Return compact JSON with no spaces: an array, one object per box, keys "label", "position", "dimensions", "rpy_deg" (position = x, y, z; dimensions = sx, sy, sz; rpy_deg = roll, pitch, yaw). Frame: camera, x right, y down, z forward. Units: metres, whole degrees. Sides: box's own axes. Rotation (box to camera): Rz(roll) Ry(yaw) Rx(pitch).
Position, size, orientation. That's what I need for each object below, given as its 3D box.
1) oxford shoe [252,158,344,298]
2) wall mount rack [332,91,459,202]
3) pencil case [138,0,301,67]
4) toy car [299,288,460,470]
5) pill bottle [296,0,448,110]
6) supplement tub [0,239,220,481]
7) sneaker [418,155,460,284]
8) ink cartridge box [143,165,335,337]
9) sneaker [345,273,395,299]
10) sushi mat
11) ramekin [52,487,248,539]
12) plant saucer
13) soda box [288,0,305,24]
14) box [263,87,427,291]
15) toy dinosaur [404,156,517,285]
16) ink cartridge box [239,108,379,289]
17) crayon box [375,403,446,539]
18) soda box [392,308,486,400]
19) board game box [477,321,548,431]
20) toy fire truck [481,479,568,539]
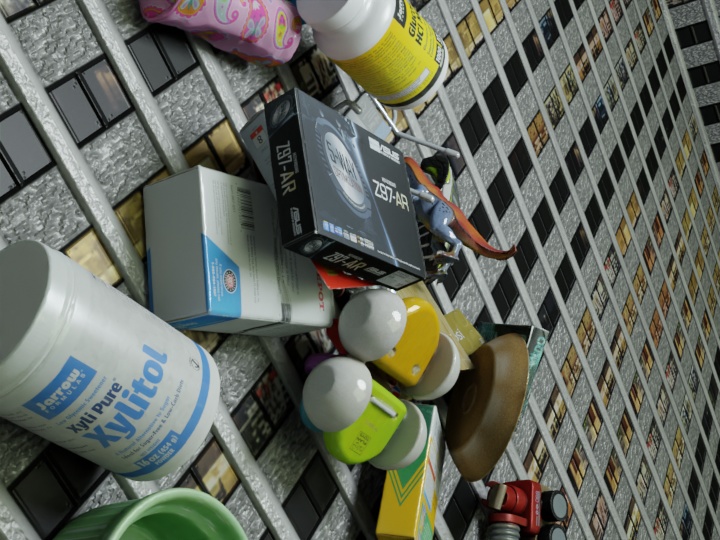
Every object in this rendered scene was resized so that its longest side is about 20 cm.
[{"label":"oxford shoe","position":[-0.055,-0.066,1.147],"dimensions":[0.075,0.070,0.202],"rpy_deg":[-39,113,-56]},{"label":"wall mount rack","position":[0.041,-0.177,1.302],"dimensions":[0.174,0.074,0.200],"rpy_deg":[51,41,-17]},{"label":"pencil case","position":[-0.151,-0.284,1.055],"dimensions":[0.199,0.087,0.088],"rpy_deg":[11,72,-54]},{"label":"toy car","position":[0.003,0.116,1.103],"dimensions":[0.175,0.149,0.201],"rpy_deg":[40,72,-43]},{"label":"pill bottle","position":[0.014,-0.283,1.164],"dimensions":[0.200,0.112,0.113],"rpy_deg":[30,56,-52]},{"label":"supplement tub","position":[-0.222,0.079,0.796],"dimensions":[0.200,0.131,0.133],"rpy_deg":[41,49,-43]},{"label":"sneaker","position":[0.114,-0.066,1.403],"dimensions":[0.081,0.073,0.201],"rpy_deg":[44,48,-45]},{"label":"ink cartridge box","position":[-0.123,-0.012,1.013],"dimensions":[0.199,0.083,0.146],"rpy_deg":[11,69,-55]},{"label":"sneaker","position":[0.000,0.000,1.217],"dimensions":[0.084,0.077,0.202],"rpy_deg":[12,86,-15]},{"label":"sushi mat","position":[0.077,0.051,1.276],"dimensions":[0.095,0.012,0.201],"rpy_deg":[13,41,-52]},{"label":"ramekin","position":[-0.184,0.288,0.821],"dimensions":[0.199,0.097,0.202],"rpy_deg":[23,61,-52]},{"label":"plant saucer","position":[0.155,0.171,1.261],"dimensions":[0.035,0.200,0.202],"rpy_deg":[20,57,-12]},{"label":"soda box","position":[-0.126,-0.357,1.126],"dimensions":[0.200,0.067,0.065],"rpy_deg":[27,58,-50]},{"label":"box","position":[-0.013,-0.078,1.012],"dimensions":[0.199,0.043,0.162],"rpy_deg":[22,52,-51]},{"label":"toy dinosaur","position":[0.099,-0.077,1.316],"dimensions":[0.105,0.198,0.183],"rpy_deg":[85,2,-62]},{"label":"ink cartridge box","position":[-0.028,-0.077,1.055],"dimensions":[0.201,0.050,0.162],"rpy_deg":[58,26,17]},{"label":"crayon box","position":[0.062,0.282,1.200],"dimensions":[0.126,0.051,0.201],"rpy_deg":[73,24,-54]},{"label":"soda box","position":[0.089,0.114,1.295],"dimensions":[0.068,0.064,0.200],"rpy_deg":[51,31,12]},{"label":"board game box","position":[0.187,0.139,1.327],"dimensions":[0.028,0.200,0.136],"rpy_deg":[21,85,-11]},{"label":"toy fire truck","position":[0.214,0.378,1.392],"dimensions":[0.199,0.128,0.177],"rpy_deg":[28,58,-36]}]
